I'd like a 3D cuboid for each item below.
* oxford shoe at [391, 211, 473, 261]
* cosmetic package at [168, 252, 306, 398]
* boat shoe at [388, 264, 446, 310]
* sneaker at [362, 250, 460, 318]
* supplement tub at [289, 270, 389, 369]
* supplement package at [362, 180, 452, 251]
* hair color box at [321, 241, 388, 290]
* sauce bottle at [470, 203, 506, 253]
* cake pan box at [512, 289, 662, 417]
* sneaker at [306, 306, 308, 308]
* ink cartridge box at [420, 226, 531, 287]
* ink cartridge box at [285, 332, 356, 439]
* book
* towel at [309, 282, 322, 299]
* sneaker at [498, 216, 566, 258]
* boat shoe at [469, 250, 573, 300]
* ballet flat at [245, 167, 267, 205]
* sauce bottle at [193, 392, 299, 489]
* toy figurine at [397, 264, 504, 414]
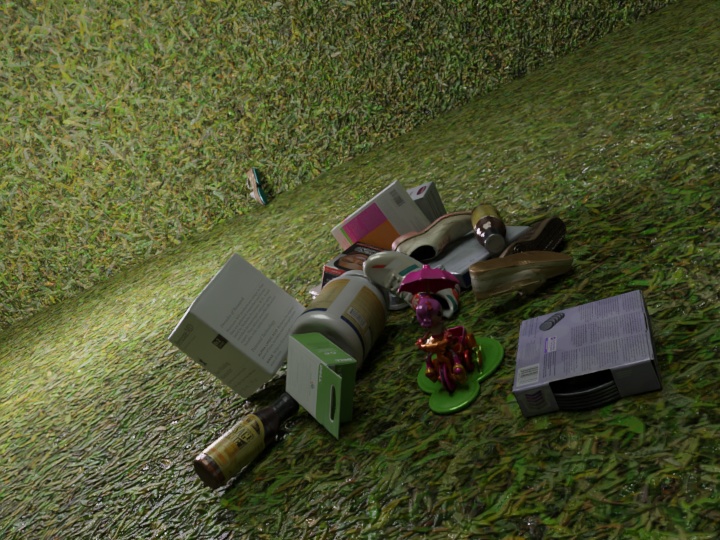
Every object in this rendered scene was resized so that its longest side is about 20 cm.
[{"bbox_3d":[0.171,-0.063,1.538,0.199,0.071,0.074,-27,40,-1],"label":"oxford shoe"},{"bbox_3d":[-0.235,0.110,1.383,0.165,0.200,0.165,-42,12,52],"label":"cosmetic package"},{"bbox_3d":[0.106,0.033,1.457,0.201,0.065,0.074,-11,22,47],"label":"boat shoe"},{"bbox_3d":[0.097,0.030,1.327,0.094,0.199,0.071,-75,10,-60],"label":"sneaker"},{"bbox_3d":[-0.032,0.098,1.337,0.144,0.145,0.200,-16,20,31],"label":"supplement tub"},{"bbox_3d":[0.104,-0.096,1.679,0.199,0.157,0.111,-18,18,26],"label":"supplement package"},{"bbox_3d":[0.000,0.000,1.526,0.101,0.062,0.200,15,22,15],"label":"hair color box"},{"bbox_3d":[0.262,-0.083,1.433,0.064,0.065,0.200,-22,19,12],"label":"sauce bottle"},{"bbox_3d":[0.309,0.112,0.972,0.183,0.053,0.200,-21,18,24],"label":"cake pan box"},{"bbox_3d":[-0.075,0.091,1.538,0.199,0.079,0.090,-25,10,-2],"label":"sneaker"},{"bbox_3d":[0.237,-0.034,1.504,0.199,0.041,0.200,-32,17,-19],"label":"ink cartridge box"},{"bbox_3d":[-0.055,0.183,1.154,0.059,0.105,0.200,-2,15,-29],"label":"ink cartridge box"},{"bbox_3d":[0.046,-0.095,1.610,0.199,0.134,0.048,-34,10,28],"label":"book"},{"bbox_3d":[-0.032,0.044,1.681,0.132,0.035,0.200,-33,20,-17],"label":"towel"},{"bbox_3d":[0.321,-0.032,1.371,0.199,0.071,0.075,-33,-1,-30],"label":"sneaker"},{"bbox_3d":[0.286,0.011,1.261,0.198,0.070,0.074,-8,17,-14],"label":"boat shoe"},{"bbox_3d":[-0.498,-0.389,3.356,0.065,0.201,0.070,-24,-20,19],"label":"ballet flat"},{"bbox_3d":[-0.185,0.277,1.179,0.066,0.066,0.200,-7,24,47],"label":"sauce bottle"},{"bbox_3d":[0.117,0.088,1.087,0.149,0.185,0.200,-18,20,23],"label":"toy figurine"}]
